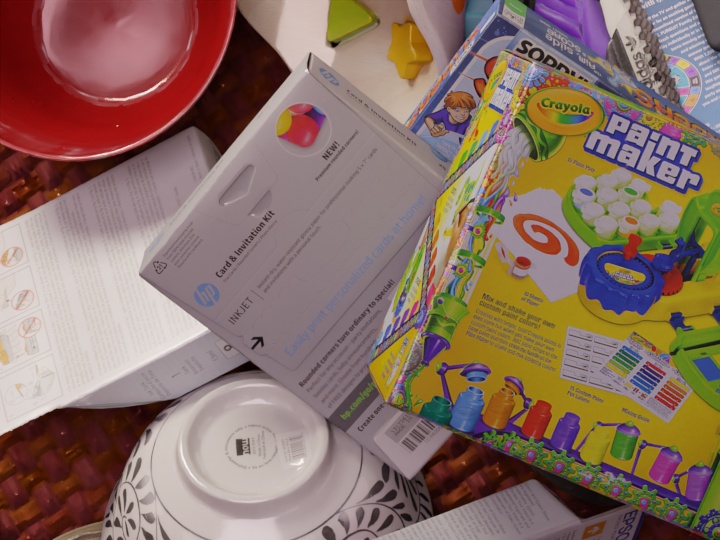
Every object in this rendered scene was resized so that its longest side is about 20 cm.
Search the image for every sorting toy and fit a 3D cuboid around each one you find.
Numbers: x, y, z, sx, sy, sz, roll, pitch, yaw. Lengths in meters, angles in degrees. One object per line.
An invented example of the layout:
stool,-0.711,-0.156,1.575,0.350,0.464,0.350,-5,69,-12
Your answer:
sorting toy,0.015,-0.127,1.644,0.106,0.200,0.181,-6,98,-34

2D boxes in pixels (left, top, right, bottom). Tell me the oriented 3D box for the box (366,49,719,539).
box,0.134,0.011,1.466,0.199,0.122,0.193,23,95,-7

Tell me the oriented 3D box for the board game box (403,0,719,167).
board game box,0.124,-0.050,1.561,0.200,0.035,0.136,32,119,-9

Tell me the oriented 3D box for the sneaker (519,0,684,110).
sneaker,0.113,-0.151,1.612,0.099,0.070,0.201,-22,79,17

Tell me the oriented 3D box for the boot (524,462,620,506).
boot,0.087,0.066,1.652,0.200,0.075,0.074,40,76,-4

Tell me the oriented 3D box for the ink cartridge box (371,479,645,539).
ink cartridge box,0.051,0.197,1.556,0.199,0.197,0.043,-18,58,-22

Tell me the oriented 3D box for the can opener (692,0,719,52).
can opener,0.181,-0.218,1.622,0.067,0.053,0.201,-25,81,39

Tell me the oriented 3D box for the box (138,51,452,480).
box,0.000,0.000,1.551,0.200,0.041,0.156,37,108,-13

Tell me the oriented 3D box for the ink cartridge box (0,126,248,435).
ink cartridge box,-0.159,0.019,1.663,0.200,0.057,0.163,-30,47,10

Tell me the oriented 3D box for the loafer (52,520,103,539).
loafer,-0.109,0.186,1.668,0.199,0.068,0.076,-2,85,9

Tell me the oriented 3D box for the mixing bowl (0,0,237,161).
mixing bowl,-0.161,-0.161,1.685,0.199,0.108,0.201,-1,86,10

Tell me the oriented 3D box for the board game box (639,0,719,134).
board game box,0.204,-0.127,1.652,0.151,0.047,0.201,-25,82,7

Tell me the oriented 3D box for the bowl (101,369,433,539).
bowl,-0.058,0.126,1.603,0.200,0.094,0.201,-2,52,3
